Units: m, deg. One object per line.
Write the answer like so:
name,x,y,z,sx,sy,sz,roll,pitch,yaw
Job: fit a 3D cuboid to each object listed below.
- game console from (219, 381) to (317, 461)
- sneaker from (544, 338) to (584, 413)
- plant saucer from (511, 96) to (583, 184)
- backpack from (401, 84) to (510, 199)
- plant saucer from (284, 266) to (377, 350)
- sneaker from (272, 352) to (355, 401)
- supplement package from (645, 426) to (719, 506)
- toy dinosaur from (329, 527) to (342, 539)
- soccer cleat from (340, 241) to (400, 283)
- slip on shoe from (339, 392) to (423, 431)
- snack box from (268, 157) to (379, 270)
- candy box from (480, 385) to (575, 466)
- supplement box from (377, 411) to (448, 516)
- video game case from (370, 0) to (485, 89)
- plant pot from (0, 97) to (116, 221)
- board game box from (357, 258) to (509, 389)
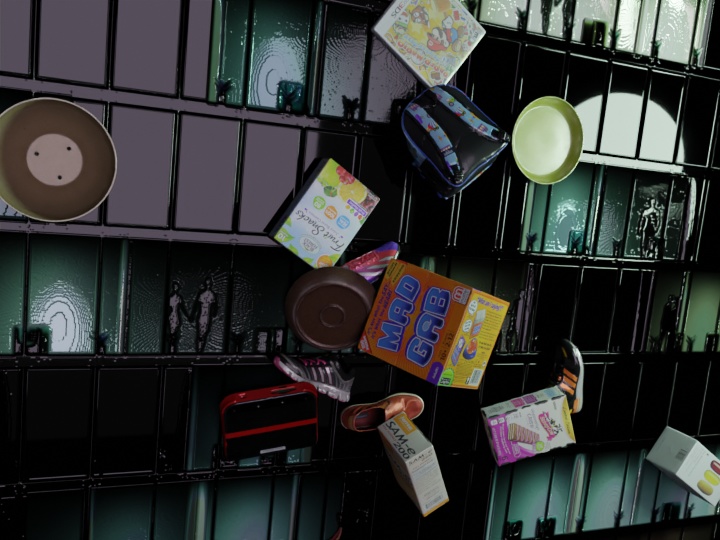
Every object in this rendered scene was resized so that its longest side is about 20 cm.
game console,-0.186,0.314,1.427,0.200,0.031,0.177,-7,126,-13
sneaker,0.498,0.272,1.706,0.090,0.070,0.200,-14,106,-22
plant saucer,0.430,-0.302,1.602,0.200,0.031,0.200,-4,100,-21
backpack,0.180,-0.276,1.447,0.183,0.135,0.200,-42,85,-13
plant saucer,-0.059,0.088,1.428,0.200,0.034,0.200,0,115,0
sneaker,-0.091,0.206,1.460,0.200,0.074,0.088,28,85,-26
supplement package,0.911,0.540,1.897,0.200,0.110,0.114,37,85,-23
toy dinosaur,-0.150,0.665,1.533,0.181,0.105,0.200,17,55,-11
soccer cleat,0.000,0.000,1.462,0.200,0.068,0.073,-43,115,-6
slip on shoe,0.055,0.323,1.543,0.200,0.061,0.074,-5,99,-22
snack box,-0.073,-0.111,1.421,0.142,0.053,0.200,37,85,-22
candy box,0.406,0.376,1.666,0.200,0.061,0.137,-17,106,-2
supplement box,0.117,0.429,1.522,0.073,0.126,0.200,-28,126,-15
video game case,0.147,-0.508,1.457,0.200,0.023,0.182,40,84,-23
plant pot,-0.526,-0.189,1.181,0.200,0.134,0.201,-4,100,-21
board game box,0.155,0.113,1.432,0.200,0.200,0.200,19,92,-56
